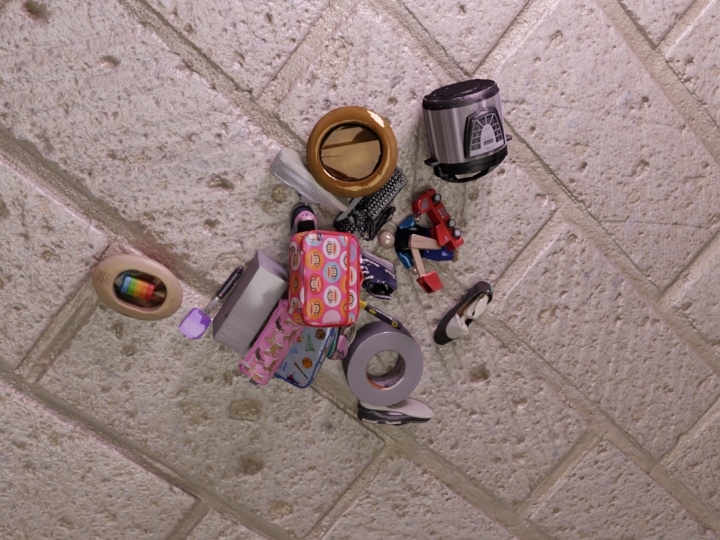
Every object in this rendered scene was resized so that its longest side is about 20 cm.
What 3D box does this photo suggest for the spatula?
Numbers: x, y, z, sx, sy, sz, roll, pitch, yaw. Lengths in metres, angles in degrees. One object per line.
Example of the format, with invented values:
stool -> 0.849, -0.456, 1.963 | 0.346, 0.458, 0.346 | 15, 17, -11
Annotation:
spatula -> -0.331, 0.071, 1.537 | 0.056, 0.021, 0.201 | 39, 96, -22

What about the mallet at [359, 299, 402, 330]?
mallet -> 0.009, 0.069, 1.520 | 0.196, 0.041, 0.067 | 22, 103, 12

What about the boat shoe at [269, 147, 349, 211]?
boat shoe -> -0.112, -0.185, 1.480 | 0.199, 0.071, 0.071 | 36, 118, -24

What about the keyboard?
keyboard -> 0.035, -0.144, 1.540 | 0.104, 0.040, 0.201 | 38, 98, -22

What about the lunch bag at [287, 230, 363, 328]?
lunch bag -> -0.067, 0.020, 1.449 | 0.173, 0.081, 0.206 | 2, 87, -36

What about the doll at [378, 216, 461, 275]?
doll -> 0.137, -0.059, 1.588 | 0.194, 0.048, 0.141 | 7, 93, -14

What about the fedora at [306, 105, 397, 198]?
fedora -> -0.018, -0.252, 1.451 | 0.194, 0.082, 0.207 | 0, 98, 1

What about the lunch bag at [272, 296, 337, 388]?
lunch bag -> -0.150, 0.164, 1.570 | 0.157, 0.076, 0.204 | 28, 101, 6

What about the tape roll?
tape roll -> 0.055, 0.230, 1.670 | 0.194, 0.066, 0.206 | -5, 110, -13

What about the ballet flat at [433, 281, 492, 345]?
ballet flat -> 0.255, 0.112, 1.674 | 0.067, 0.069, 0.202 | 34, 99, -23

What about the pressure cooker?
pressure cooker -> 0.230, -0.293, 1.462 | 0.172, 0.179, 0.205 | 0, 117, 28

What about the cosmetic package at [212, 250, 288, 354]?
cosmetic package -> -0.246, 0.070, 1.513 | 0.089, 0.107, 0.203 | 28, 100, -20

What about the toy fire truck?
toy fire truck -> 0.158, -0.067, 1.542 | 0.139, 0.049, 0.203 | -32, 92, -17

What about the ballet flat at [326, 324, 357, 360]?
ballet flat -> -0.037, 0.116, 1.607 | 0.070, 0.069, 0.206 | 2, 107, -33

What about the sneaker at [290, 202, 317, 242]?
sneaker -> -0.125, -0.042, 1.513 | 0.068, 0.082, 0.205 | -9, 112, -11

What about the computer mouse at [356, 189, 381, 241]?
computer mouse -> 0.025, -0.169, 1.519 | 0.057, 0.034, 0.206 | 9, 101, 3

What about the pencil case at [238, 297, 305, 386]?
pencil case -> -0.190, 0.155, 1.496 | 0.082, 0.087, 0.202 | 35, 100, 3

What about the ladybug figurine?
ladybug figurine -> -0.479, 0.030, 1.457 | 0.197, 0.072, 0.138 | 25, 102, -21

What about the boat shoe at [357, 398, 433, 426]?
boat shoe -> 0.087, 0.365, 1.724 | 0.194, 0.074, 0.062 | 9, 108, -14

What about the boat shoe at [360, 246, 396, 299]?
boat shoe -> 0.000, 0.000, 1.548 | 0.195, 0.094, 0.076 | 18, 121, -19
